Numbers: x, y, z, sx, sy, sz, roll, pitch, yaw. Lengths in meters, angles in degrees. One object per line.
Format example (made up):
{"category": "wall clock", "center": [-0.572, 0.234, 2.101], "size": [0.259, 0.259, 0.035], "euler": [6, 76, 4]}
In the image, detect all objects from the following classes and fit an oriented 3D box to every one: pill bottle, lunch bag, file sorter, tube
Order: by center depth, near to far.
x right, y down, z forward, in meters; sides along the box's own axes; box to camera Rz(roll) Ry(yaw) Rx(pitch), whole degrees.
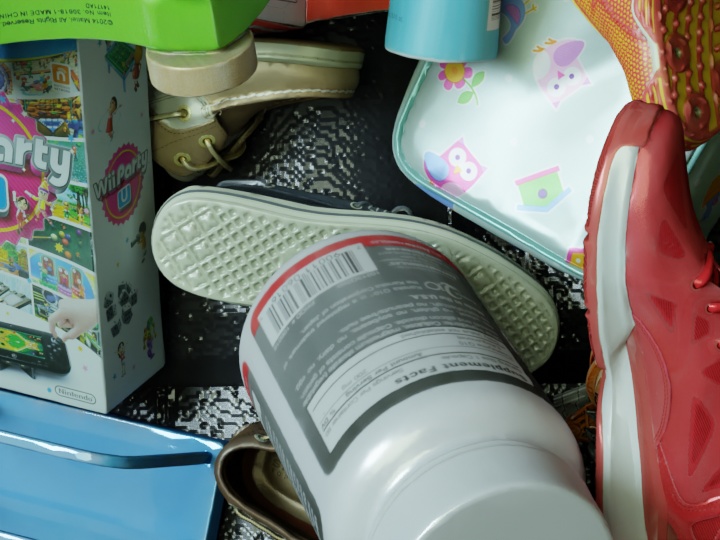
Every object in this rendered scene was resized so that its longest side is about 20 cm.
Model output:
{"category": "pill bottle", "center": [0.027, 0.076, 0.984], "size": [0.114, 0.114, 0.200], "euler": [-49, 33, 11]}
{"category": "tube", "center": [0.045, -0.193, 1.013], "size": [0.050, 0.077, 0.201], "euler": [0, 104, -21]}
{"category": "lunch bag", "center": [0.113, -0.103, 1.070], "size": [0.160, 0.077, 0.200], "euler": [29, 95, 25]}
{"category": "file sorter", "center": [-0.165, 0.168, 1.126], "size": [0.138, 0.123, 0.201], "euler": [11, 90, 20]}

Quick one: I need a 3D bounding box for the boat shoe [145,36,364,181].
{"category": "boat shoe", "center": [-0.087, -0.077, 1.150], "size": [0.200, 0.074, 0.067], "euler": [-5, 89, 30]}

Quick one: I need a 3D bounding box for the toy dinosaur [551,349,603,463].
{"category": "toy dinosaur", "center": [0.145, 0.053, 1.016], "size": [0.135, 0.200, 0.102], "euler": [-1, 51, 14]}

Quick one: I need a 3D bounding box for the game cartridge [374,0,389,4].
{"category": "game cartridge", "center": [0.023, -0.225, 1.104], "size": [0.133, 0.041, 0.201], "euler": [23, 95, 44]}

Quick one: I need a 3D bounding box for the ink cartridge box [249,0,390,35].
{"category": "ink cartridge box", "center": [-0.063, -0.169, 1.110], "size": [0.200, 0.050, 0.109], "euler": [-1, 86, 48]}

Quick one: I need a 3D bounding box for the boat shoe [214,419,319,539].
{"category": "boat shoe", "center": [0.021, 0.123, 1.092], "size": [0.202, 0.075, 0.075], "euler": [14, 92, 20]}

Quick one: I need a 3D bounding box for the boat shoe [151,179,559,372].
{"category": "boat shoe", "center": [0.000, 0.000, 1.115], "size": [0.199, 0.062, 0.075], "euler": [15, 106, 6]}

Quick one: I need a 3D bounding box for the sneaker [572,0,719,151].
{"category": "sneaker", "center": [0.113, -0.140, 1.006], "size": [0.077, 0.073, 0.201], "euler": [-28, 66, 40]}

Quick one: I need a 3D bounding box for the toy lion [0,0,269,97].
{"category": "toy lion", "center": [-0.129, -0.150, 1.043], "size": [0.199, 0.192, 0.069], "euler": [1, 124, 13]}

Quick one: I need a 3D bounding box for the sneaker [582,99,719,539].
{"category": "sneaker", "center": [0.154, 0.028, 0.936], "size": [0.115, 0.078, 0.201], "euler": [3, 117, 18]}

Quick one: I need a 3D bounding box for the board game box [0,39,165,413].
{"category": "board game box", "center": [-0.175, -0.044, 1.129], "size": [0.147, 0.064, 0.201], "euler": [11, 119, 25]}
